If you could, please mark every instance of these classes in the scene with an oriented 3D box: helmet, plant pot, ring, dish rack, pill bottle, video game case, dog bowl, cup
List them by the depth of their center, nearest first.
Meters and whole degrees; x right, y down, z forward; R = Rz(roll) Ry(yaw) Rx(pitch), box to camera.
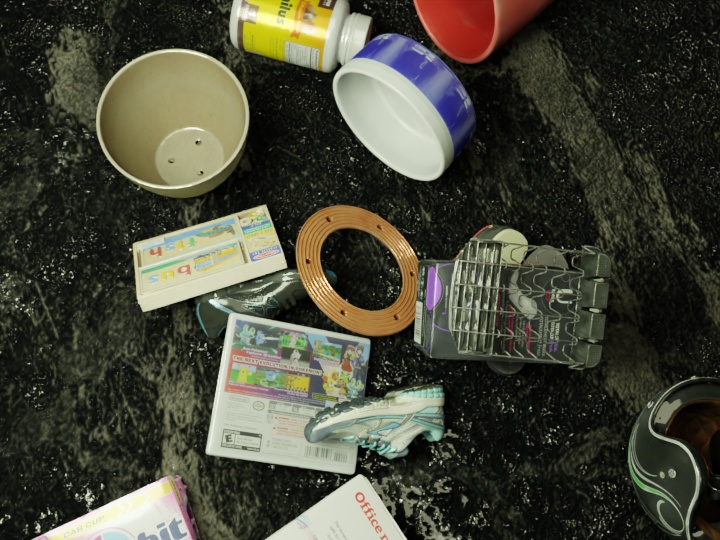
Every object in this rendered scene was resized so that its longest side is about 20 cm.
[{"bbox_3d":[0.203,0.038,0.930,0.198,0.055,0.155,6,90,-6],"label":"dish rack"},{"bbox_3d":[0.431,0.243,0.969,0.198,0.191,0.201,-2,113,-5],"label":"helmet"},{"bbox_3d":[-0.091,0.164,1.024,0.199,0.023,0.184,12,74,-17],"label":"video game case"},{"bbox_3d":[0.000,0.000,1.065,0.199,0.019,0.202,16,53,-23],"label":"ring"},{"bbox_3d":[0.060,-0.224,1.077,0.200,0.200,0.079,40,73,8],"label":"dog bowl"},{"bbox_3d":[-0.248,-0.182,1.079,0.199,0.143,0.202,1,75,-3],"label":"cup"},{"bbox_3d":[-0.086,-0.363,1.155,0.199,0.109,0.110,15,74,1],"label":"pill bottle"},{"bbox_3d":[0.201,-0.439,1.158,0.177,0.201,0.201,-31,78,-21],"label":"plant pot"}]

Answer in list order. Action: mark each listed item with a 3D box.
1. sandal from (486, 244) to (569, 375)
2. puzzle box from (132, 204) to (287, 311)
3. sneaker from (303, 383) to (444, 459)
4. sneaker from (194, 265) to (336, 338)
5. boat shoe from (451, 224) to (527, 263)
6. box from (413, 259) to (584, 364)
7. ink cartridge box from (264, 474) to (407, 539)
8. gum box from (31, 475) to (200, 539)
[{"bbox_3d":[0.243,0.055,1.088,0.076,0.043,0.201,25,75,4],"label":"sandal"},{"bbox_3d":[-0.209,-0.020,1.058,0.199,0.026,0.133,-18,39,-8],"label":"puzzle box"},{"bbox_3d":[0.026,0.206,1.004,0.199,0.078,0.087,-9,86,-20],"label":"sneaker"},{"bbox_3d":[-0.128,0.041,1.070,0.198,0.073,0.083,-10,94,-1],"label":"sneaker"},{"bbox_3d":[0.149,0.020,1.088,0.074,0.063,0.202,42,89,-23],"label":"boat shoe"},{"bbox_3d":[0.178,0.051,1.006,0.198,0.106,0.123,4,93,-8],"label":"box"},{"bbox_3d":[-0.045,0.368,0.942,0.199,0.084,0.145,-29,78,-25],"label":"ink cartridge box"},{"bbox_3d":[-0.297,0.348,0.966,0.199,0.066,0.114,-24,78,-9],"label":"gum box"}]
